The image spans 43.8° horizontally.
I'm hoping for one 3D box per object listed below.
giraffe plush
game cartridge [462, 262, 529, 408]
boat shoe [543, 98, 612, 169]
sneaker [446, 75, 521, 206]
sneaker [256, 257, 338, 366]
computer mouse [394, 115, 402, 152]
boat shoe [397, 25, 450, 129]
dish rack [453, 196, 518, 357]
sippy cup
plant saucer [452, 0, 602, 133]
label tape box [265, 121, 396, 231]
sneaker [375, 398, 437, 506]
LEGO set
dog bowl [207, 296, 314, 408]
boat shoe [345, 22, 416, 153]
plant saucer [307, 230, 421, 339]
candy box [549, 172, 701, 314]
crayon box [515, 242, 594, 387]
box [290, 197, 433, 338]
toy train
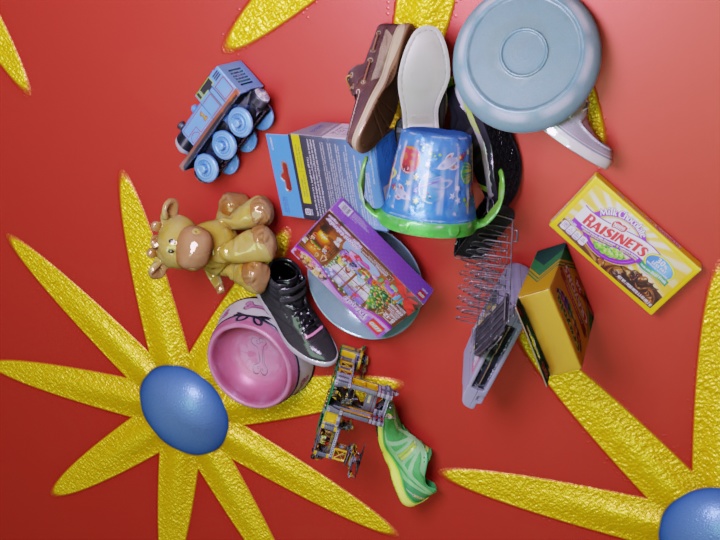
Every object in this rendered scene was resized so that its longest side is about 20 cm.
[{"bbox_3d":[-0.250,-0.046,1.427,0.198,0.161,0.175,-12,78,43],"label":"giraffe plush"},{"bbox_3d":[0.201,0.093,1.347,0.040,0.134,0.202,21,122,-1],"label":"game cartridge"},{"bbox_3d":[0.272,-0.218,1.211,0.200,0.070,0.072,38,107,0],"label":"boat shoe"},{"bbox_3d":[0.171,-0.185,1.286,0.082,0.071,0.203,4,116,48],"label":"sneaker"},{"bbox_3d":[-0.102,0.065,1.458,0.201,0.070,0.100,50,151,16],"label":"sneaker"},{"bbox_3d":[0.089,-0.248,1.300,0.058,0.034,0.203,15,113,7],"label":"computer mouse"},{"bbox_3d":[0.087,-0.240,1.252,0.070,0.061,0.204,3,111,2],"label":"boat shoe"},{"bbox_3d":[0.175,0.016,1.275,0.054,0.203,0.154,10,155,-8],"label":"dish rack"},{"bbox_3d":[0.096,-0.123,1.203,0.139,0.176,0.132,28,117,52],"label":"sippy cup"},{"bbox_3d":[0.216,-0.284,1.179,0.197,0.027,0.204,-1,86,16],"label":"plant saucer"},{"bbox_3d":[-0.037,-0.147,1.361,0.198,0.063,0.146,11,125,32],"label":"label tape box"},{"bbox_3d":[0.078,0.306,1.545,0.082,0.074,0.203,-19,103,2],"label":"sneaker"},{"bbox_3d":[-0.002,0.233,1.490,0.114,0.154,0.203,16,101,-3],"label":"LEGO set"},{"bbox_3d":[-0.182,0.152,1.569,0.197,0.074,0.203,9,116,18],"label":"dog bowl"},{"bbox_3d":[0.015,-0.260,1.255,0.071,0.072,0.203,16,78,24],"label":"boat shoe"},{"bbox_3d":[0.012,0.013,1.445,0.198,0.039,0.204,9,116,19],"label":"plant saucer"},{"bbox_3d":[0.377,-0.037,1.279,0.199,0.026,0.102,41,118,0],"label":"candy box"},{"bbox_3d":[0.277,0.059,1.262,0.050,0.200,0.128,-17,107,27],"label":"crayon box"},{"bbox_3d":[0.000,0.000,1.374,0.200,0.039,0.137,45,140,-3],"label":"box"},{"bbox_3d":[-0.219,-0.229,1.406,0.115,0.086,0.200,49,124,6],"label":"toy train"}]
